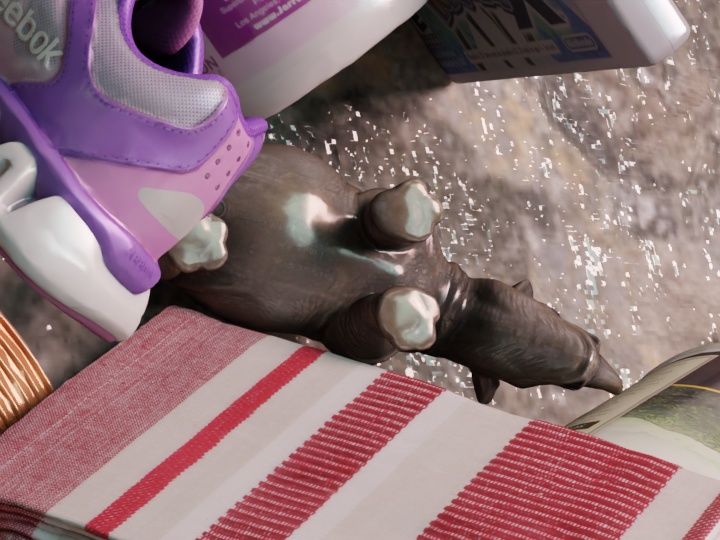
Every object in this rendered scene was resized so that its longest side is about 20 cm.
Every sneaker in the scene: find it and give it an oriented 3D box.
[{"bbox_3d":[-0.093,-0.075,0.875,0.200,0.088,0.080,54,8,31],"label":"sneaker"}]

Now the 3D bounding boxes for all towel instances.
[{"bbox_3d":[-0.002,0.068,0.863,0.144,0.199,0.023,-40,141,-56],"label":"towel"}]

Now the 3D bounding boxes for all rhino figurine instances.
[{"bbox_3d":[0.000,0.000,0.958,0.199,0.087,0.060,22,80,-17],"label":"rhino figurine"}]

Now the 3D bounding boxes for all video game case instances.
[{"bbox_3d":[0.018,-0.143,1.006,0.022,0.200,0.183,-38,102,-12],"label":"video game case"}]

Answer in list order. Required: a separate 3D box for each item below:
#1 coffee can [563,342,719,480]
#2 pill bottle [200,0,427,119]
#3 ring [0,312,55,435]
[{"bbox_3d":[0.085,0.122,0.965,0.200,0.146,0.147,-26,91,-49],"label":"coffee can"},{"bbox_3d":[-0.065,-0.153,0.970,0.200,0.112,0.112,54,42,-11],"label":"pill bottle"},{"bbox_3d":[-0.153,0.075,0.838,0.200,0.019,0.202,22,57,-38],"label":"ring"}]
